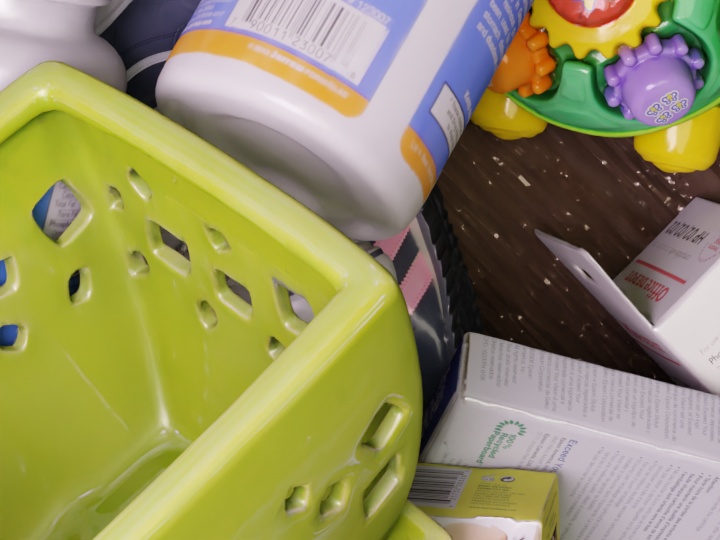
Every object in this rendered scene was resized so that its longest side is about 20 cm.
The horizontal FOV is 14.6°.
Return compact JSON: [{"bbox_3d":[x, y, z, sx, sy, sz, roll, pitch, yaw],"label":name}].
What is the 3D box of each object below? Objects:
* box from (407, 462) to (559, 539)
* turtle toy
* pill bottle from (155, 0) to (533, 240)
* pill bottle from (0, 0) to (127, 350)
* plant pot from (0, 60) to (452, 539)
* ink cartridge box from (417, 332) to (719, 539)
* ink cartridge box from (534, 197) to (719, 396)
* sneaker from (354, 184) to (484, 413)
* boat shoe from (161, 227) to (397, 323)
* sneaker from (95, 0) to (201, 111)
[{"bbox_3d":[0.042,0.179,1.115,0.075,0.050,0.201,2,110,13],"label":"box"},{"bbox_3d":[0.125,-0.114,1.158,0.199,0.101,0.147,12,96,14],"label":"turtle toy"},{"bbox_3d":[0.014,-0.122,1.074,0.112,0.112,0.201,32,72,-9],"label":"pill bottle"},{"bbox_3d":[-0.155,-0.047,1.104,0.112,0.112,0.201,13,101,-7],"label":"pill bottle"},{"bbox_3d":[-0.093,0.078,1.005,0.199,0.200,0.182,-43,140,-18],"label":"plant pot"},{"bbox_3d":[0.107,0.116,1.173,0.199,0.197,0.044,15,51,-9],"label":"ink cartridge box"},{"bbox_3d":[0.172,0.036,1.193,0.068,0.115,0.200,-45,99,-1],"label":"ink cartridge box"},{"bbox_3d":[0.000,0.000,1.204,0.082,0.070,0.201,-18,96,13],"label":"sneaker"},{"bbox_3d":[-0.082,0.008,1.167,0.199,0.071,0.070,-16,92,25],"label":"boat shoe"},{"bbox_3d":[-0.040,-0.109,1.142,0.200,0.109,0.070,-47,139,11],"label":"sneaker"}]
